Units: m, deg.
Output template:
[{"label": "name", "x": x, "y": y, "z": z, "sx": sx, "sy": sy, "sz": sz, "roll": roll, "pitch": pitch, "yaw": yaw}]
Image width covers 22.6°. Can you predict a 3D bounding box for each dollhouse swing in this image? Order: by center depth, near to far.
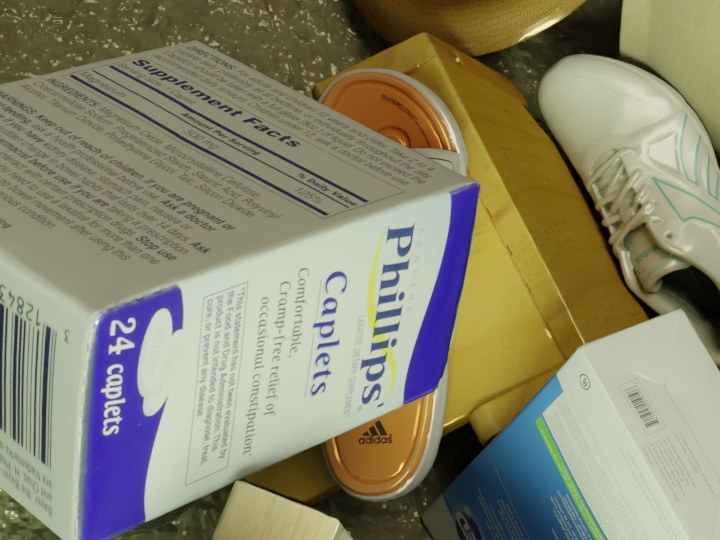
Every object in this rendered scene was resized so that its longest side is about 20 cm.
[{"label": "dollhouse swing", "x": 0.026, "y": 0.016, "z": 0.930, "sx": 0.182, "sy": 0.176, "sz": 0.200, "roll": 15, "pitch": 45, "yaw": -63}]

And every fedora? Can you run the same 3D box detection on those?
[{"label": "fedora", "x": 0.086, "y": -0.193, "z": 1.018, "sx": 0.200, "sy": 0.082, "sz": 0.201, "roll": -12, "pitch": 59, "yaw": 21}]

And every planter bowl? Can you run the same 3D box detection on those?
[{"label": "planter bowl", "x": 0.223, "y": -0.153, "z": 1.017, "sx": 0.134, "sy": 0.201, "sz": 0.201, "roll": 11, "pitch": 55, "yaw": 17}]

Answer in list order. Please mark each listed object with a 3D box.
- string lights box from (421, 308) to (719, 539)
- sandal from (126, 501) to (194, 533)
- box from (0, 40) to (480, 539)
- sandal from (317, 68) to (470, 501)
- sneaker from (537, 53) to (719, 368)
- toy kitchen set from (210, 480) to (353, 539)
[{"label": "string lights box", "x": 0.103, "y": 0.111, "z": 0.805, "sx": 0.059, "sy": 0.200, "sz": 0.103, "roll": -19, "pitch": 71, "yaw": -27}, {"label": "sandal", "x": -0.111, "y": 0.035, "z": 0.857, "sx": 0.080, "sy": 0.057, "sz": 0.202, "roll": 10, "pitch": 52, "yaw": -27}, {"label": "box", "x": -0.087, "y": -0.002, "z": 0.732, "sx": 0.200, "sy": 0.105, "sz": 0.184, "roll": -20, "pitch": 38, "yaw": -41}, {"label": "sandal", "x": 0.008, "y": 0.000, "z": 0.828, "sx": 0.079, "sy": 0.059, "sz": 0.208, "roll": -5, "pitch": 76, "yaw": 16}, {"label": "sneaker", "x": 0.162, "y": -0.034, "z": 0.972, "sx": 0.200, "sy": 0.070, "sz": 0.080, "roll": 51, "pitch": 44, "yaw": 8}, {"label": "toy kitchen set", "x": -0.120, "y": 0.154, "z": 0.655, "sx": 0.180, "sy": 0.163, "sz": 0.201, "roll": 20, "pitch": 77, "yaw": 10}]
